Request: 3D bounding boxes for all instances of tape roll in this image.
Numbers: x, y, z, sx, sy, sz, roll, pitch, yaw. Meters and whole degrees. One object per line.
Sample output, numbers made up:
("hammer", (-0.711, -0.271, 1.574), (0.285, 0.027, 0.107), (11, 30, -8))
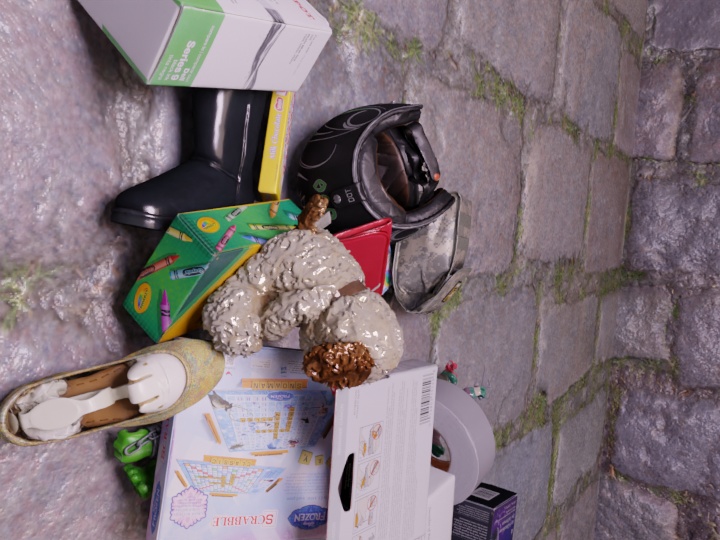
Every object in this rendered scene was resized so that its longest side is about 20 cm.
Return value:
("tape roll", (0.116, 0.281, 1.059), (0.066, 0.199, 0.202), (-23, 114, -50))

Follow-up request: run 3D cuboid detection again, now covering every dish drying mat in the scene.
("dish drying mat", (0.000, 0.000, 0.817), (0.200, 0.076, 0.018), (94, -24, -64))

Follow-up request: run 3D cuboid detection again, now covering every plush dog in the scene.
("plush dog", (-0.027, 0.037, 0.642), (0.161, 0.172, 0.200), (-52, 166, 21))

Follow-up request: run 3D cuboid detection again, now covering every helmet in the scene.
("helmet", (0.014, -0.122, 0.849), (0.198, 0.190, 0.202), (0, 91, -29))

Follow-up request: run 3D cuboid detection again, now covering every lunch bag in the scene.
("lunch bag", (0.121, -0.025, 1.059), (0.164, 0.116, 0.202), (1, 94, -72))

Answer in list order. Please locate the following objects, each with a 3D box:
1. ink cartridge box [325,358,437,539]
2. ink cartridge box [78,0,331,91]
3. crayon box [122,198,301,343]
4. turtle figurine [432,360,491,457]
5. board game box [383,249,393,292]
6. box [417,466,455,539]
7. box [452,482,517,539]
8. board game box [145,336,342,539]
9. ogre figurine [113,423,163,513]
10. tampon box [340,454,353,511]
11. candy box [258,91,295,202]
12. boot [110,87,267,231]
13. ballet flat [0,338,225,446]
("ink cartridge box", (0.013, 0.205, 0.687), (0.173, 0.043, 0.202), (-1, 96, -48))
("ink cartridge box", (-0.145, -0.249, 0.617), (0.199, 0.146, 0.084), (-17, 151, -53))
("crayon box", (-0.138, -0.007, 0.681), (0.119, 0.058, 0.200), (-51, 167, 24))
("turtle figurine", (0.156, 0.254, 1.210), (0.200, 0.100, 0.150), (-53, 177, -34))
("board game box", (-0.019, 0.002, 0.950), (0.200, 0.034, 0.136), (-43, 128, -46))
("box", (0.007, 0.377, 0.915), (0.171, 0.198, 0.202), (-18, 113, -53))
("box", (0.261, 0.588, 1.413), (0.148, 0.104, 0.202), (4, 92, -56))
("board game box", (-0.107, 0.179, 0.675), (0.199, 0.041, 0.202), (11, 83, -31))
("ogre figurine", (-0.182, 0.226, 0.712), (0.120, 0.098, 0.201), (-34, 107, -28))
("tampon box", (-0.027, 0.195, 0.826), (0.126, 0.199, 0.151), (2, 94, -50))
("candy box", (-0.095, -0.184, 0.772), (0.102, 0.026, 0.202), (156, -58, -87))
("boot", (-0.172, -0.128, 0.668), (0.200, 0.076, 0.170), (-12, 109, -62))
("ballet flat", (-0.216, 0.110, 0.570), (0.198, 0.071, 0.071), (-13, 111, -14))
